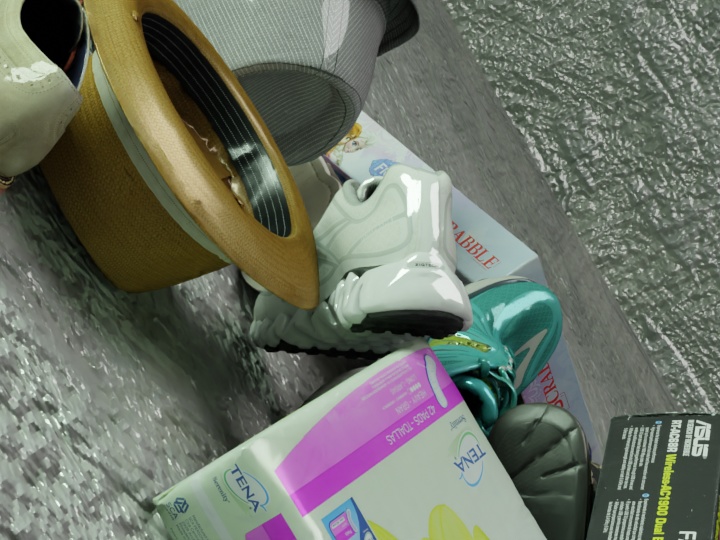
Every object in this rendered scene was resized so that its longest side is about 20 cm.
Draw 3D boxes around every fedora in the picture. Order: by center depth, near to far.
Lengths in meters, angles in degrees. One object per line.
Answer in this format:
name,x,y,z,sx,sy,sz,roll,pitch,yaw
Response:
fedora,-0.094,-0.048,1.027,0.201,0.082,0.201,57,11,-17
fedora,-0.062,-0.109,1.184,0.177,0.200,0.091,22,63,-41

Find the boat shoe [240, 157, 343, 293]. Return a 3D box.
boat shoe,-0.028,-0.015,1.291,0.060,0.072,0.200,53,7,-19

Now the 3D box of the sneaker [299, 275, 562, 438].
sneaker,0.053,0.066,1.184,0.200,0.079,0.078,-37,114,-43

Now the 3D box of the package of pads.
package of pads,0.012,0.126,0.976,0.155,0.068,0.200,59,27,1

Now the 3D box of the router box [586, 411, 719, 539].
router box,0.146,0.180,1.077,0.200,0.062,0.150,-66,151,-62

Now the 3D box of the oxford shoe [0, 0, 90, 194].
oxford shoe,-0.144,-0.099,0.951,0.071,0.075,0.200,51,13,-34

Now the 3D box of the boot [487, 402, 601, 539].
boot,0.098,0.178,1.173,0.151,0.073,0.201,38,54,-71

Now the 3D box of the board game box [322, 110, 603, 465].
board game box,0.059,0.022,1.384,0.200,0.041,0.200,42,-19,45

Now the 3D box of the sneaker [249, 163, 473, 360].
sneaker,0.000,0.000,1.111,0.200,0.075,0.081,158,-66,-65
